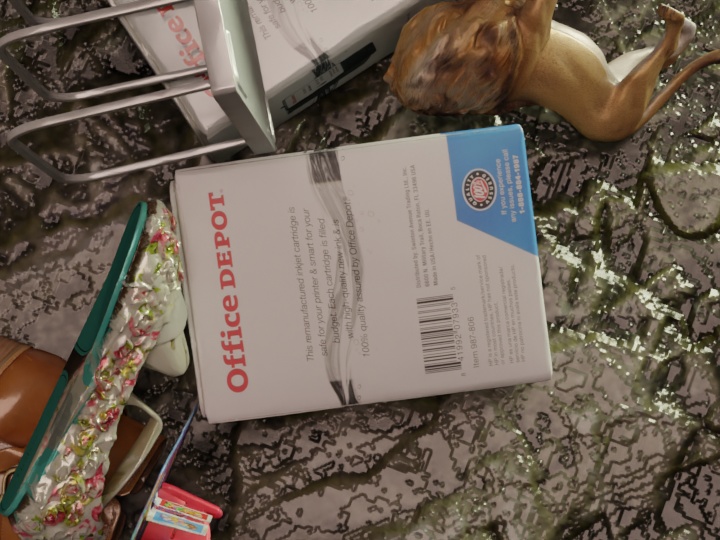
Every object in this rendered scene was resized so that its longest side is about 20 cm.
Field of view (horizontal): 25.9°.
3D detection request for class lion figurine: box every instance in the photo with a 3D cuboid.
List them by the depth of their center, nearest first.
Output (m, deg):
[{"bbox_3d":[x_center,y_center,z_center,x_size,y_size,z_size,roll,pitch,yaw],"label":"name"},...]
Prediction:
[{"bbox_3d":[0.121,-0.120,0.929,0.199,0.073,0.123,23,103,-18],"label":"lion figurine"}]

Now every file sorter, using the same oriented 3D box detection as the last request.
[{"bbox_3d":[-0.131,-0.162,0.837,0.124,0.139,0.201,-12,81,3],"label":"file sorter"}]

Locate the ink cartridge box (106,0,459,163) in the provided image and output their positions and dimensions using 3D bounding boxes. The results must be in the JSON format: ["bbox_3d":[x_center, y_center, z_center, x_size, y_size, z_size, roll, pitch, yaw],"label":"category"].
[{"bbox_3d":[-0.048,-0.181,0.948,0.200,0.083,0.147,-33,82,-5],"label":"ink cartridge box"}]

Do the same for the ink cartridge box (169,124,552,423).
[{"bbox_3d":[0.000,0.000,0.903,0.199,0.084,0.145,-7,94,-1],"label":"ink cartridge box"}]

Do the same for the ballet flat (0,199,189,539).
[{"bbox_3d":[-0.132,0.060,0.857,0.064,0.076,0.201,23,95,-17],"label":"ballet flat"}]

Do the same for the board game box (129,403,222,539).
[{"bbox_3d":[-0.108,0.164,0.834,0.039,0.200,0.159,23,98,-2],"label":"board game box"}]

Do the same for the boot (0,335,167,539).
[{"bbox_3d":[-0.218,0.142,0.909,0.155,0.077,0.201,29,75,2],"label":"boot"}]
